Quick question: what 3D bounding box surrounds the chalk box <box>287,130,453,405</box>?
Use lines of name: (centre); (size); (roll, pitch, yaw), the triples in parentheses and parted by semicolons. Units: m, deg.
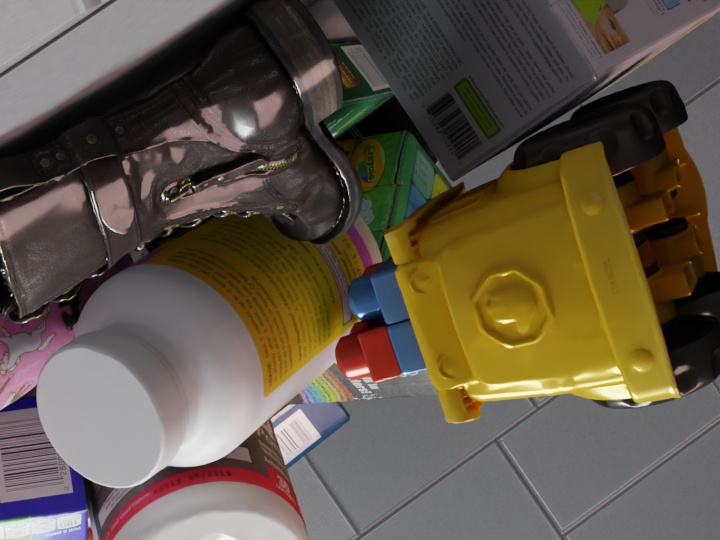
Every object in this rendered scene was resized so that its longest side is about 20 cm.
chalk box: (0.000, 0.000, 1.082); (0.199, 0.125, 0.124); (-7, -127, 27)

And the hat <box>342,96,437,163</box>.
hat: (0.048, -0.111, 1.138); (0.200, 0.081, 0.201); (-34, -171, 6)

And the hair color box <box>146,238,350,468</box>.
hair color box: (-0.104, 0.059, 1.218); (0.100, 0.200, 0.061); (-38, 141, -5)

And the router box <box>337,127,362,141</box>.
router box: (-0.048, -0.071, 1.314); (0.149, 0.051, 0.200); (-35, -179, -30)

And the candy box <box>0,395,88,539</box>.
candy box: (-0.241, 0.150, 0.960); (0.168, 0.077, 0.200); (-7, 154, -13)

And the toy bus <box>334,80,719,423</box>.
toy bus: (0.084, 0.000, 0.873); (0.191, 0.136, 0.200); (-17, -171, 23)

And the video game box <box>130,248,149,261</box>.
video game box: (-0.223, 0.061, 1.142); (0.200, 0.047, 0.182); (-35, -172, 3)

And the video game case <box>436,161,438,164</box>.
video game case: (0.042, -0.087, 1.277); (0.200, 0.017, 0.143); (-51, -172, -36)

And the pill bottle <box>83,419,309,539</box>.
pill bottle: (-0.100, 0.105, 0.951); (0.111, 0.111, 0.200); (-35, -143, 8)

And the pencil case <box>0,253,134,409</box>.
pencil case: (-0.190, 0.038, 0.847); (0.082, 0.087, 0.200); (-5, -165, 29)

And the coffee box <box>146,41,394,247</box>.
coffee box: (-0.055, -0.077, 0.959); (0.123, 0.044, 0.200); (-36, 179, 17)

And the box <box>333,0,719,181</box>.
box: (0.097, -0.142, 0.890); (0.101, 0.113, 0.200); (-34, 178, 37)

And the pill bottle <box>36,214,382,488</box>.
pill bottle: (-0.074, 0.031, 0.869); (0.104, 0.104, 0.200); (-35, -178, 36)

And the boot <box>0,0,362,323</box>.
boot: (-0.090, -0.033, 0.765); (0.174, 0.069, 0.200); (-34, 156, -12)

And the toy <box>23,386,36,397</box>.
toy: (-0.241, 0.060, 0.997); (0.199, 0.047, 0.115); (-27, -160, 17)

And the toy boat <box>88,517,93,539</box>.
toy boat: (-0.196, 0.144, 1.175); (0.130, 0.131, 0.200); (-37, -169, -8)
